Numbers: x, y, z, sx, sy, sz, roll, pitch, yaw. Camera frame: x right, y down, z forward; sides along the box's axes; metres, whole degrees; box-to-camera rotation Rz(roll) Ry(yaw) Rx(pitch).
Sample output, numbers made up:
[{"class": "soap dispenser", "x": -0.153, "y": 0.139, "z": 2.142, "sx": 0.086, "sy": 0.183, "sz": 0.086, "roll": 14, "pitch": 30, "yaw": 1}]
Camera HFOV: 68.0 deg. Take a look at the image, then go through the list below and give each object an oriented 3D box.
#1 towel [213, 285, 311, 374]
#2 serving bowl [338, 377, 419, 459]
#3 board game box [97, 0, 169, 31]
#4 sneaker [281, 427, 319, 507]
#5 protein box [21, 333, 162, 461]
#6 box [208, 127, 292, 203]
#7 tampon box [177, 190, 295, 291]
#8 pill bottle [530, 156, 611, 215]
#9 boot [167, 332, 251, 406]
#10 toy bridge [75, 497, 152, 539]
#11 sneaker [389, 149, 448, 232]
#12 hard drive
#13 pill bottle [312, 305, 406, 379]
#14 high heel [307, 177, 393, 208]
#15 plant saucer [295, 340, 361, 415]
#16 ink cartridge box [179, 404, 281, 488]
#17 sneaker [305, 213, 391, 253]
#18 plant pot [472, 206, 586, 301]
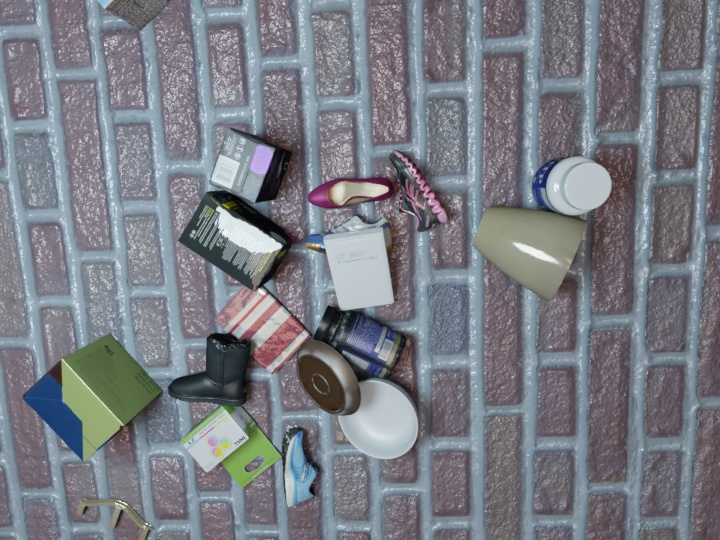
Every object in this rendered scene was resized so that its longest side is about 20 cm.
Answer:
[{"class": "towel", "x": -0.236, "y": 0.135, "z": 1.288, "sx": 0.200, "sy": 0.023, "sz": 0.144, "roll": 45, "pitch": 98, "yaw": -5}, {"class": "serving bowl", "x": 0.050, "y": 0.342, "z": 1.273, "sx": 0.198, "sy": 0.066, "sz": 0.202, "roll": 6, "pitch": 106, "yaw": 21}, {"class": "board game box", "x": -0.528, "y": -0.632, "z": 1.110, "sx": 0.097, "sy": 0.159, "sz": 0.200, "roll": -39, "pitch": 96, "yaw": 8}, {"class": "sneaker", "x": -0.148, "y": 0.481, "z": 1.325, "sx": 0.089, "sy": 0.078, "sz": 0.202, "roll": -3, "pitch": 104, "yaw": -14}, {"class": "protein box", "x": -0.612, "y": 0.287, "z": 1.241, "sx": 0.135, "sy": 0.200, "sz": 0.199, "roll": -40, "pitch": 95, "yaw": 8}, {"class": "box", "x": -0.229, "y": -0.222, "z": 1.139, "sx": 0.105, "sy": 0.200, "sz": 0.123, "roll": 23, "pitch": 99, "yaw": -1}, {"class": "tampon box", "x": -0.268, "y": -0.070, "z": 1.192, "sx": 0.199, "sy": 0.150, "sz": 0.127, "roll": 34, "pitch": 100, "yaw": -3}, {"class": "pill bottle", "x": 0.439, "y": -0.177, "z": 1.113, "sx": 0.118, "sy": 0.200, "sz": 0.121, "roll": 0, "pitch": 99, "yaw": 2}, {"class": "boot", "x": -0.359, "y": 0.228, "z": 1.269, "sx": 0.198, "sy": 0.076, "sz": 0.170, "roll": 7, "pitch": 106, "yaw": 5}, {"class": "toy bridge", "x": -0.632, "y": 0.635, "z": 1.385, "sx": 0.198, "sy": 0.027, "sz": 0.068, "roll": 22, "pitch": 98, "yaw": -1}, {"class": "sneaker", "x": 0.112, "y": -0.174, "z": 1.201, "sx": 0.095, "sy": 0.079, "sz": 0.201, "roll": -32, "pitch": 95, "yaw": 19}, {"class": "hard drive", "x": 0.000, "y": 0.000, "z": 1.206, "sx": 0.131, "sy": 0.027, "sz": 0.201, "roll": -8, "pitch": 126, "yaw": 4}, {"class": "pill bottle", "x": -0.004, "y": 0.161, "z": 1.235, "sx": 0.199, "sy": 0.112, "sz": 0.113, "roll": 26, "pitch": 100, "yaw": -1}, {"class": "high heel", "x": -0.025, "y": -0.176, "z": 1.189, "sx": 0.198, "sy": 0.096, "sz": 0.068, "roll": -11, "pitch": 98, "yaw": 5}, {"class": "plant saucer", "x": -0.084, "y": 0.256, "z": 1.233, "sx": 0.199, "sy": 0.032, "sz": 0.202, "roll": 23, "pitch": 127, "yaw": 34}, {"class": "ink cartridge box", "x": -0.315, "y": 0.437, "z": 1.310, "sx": 0.148, "sy": 0.076, "sz": 0.200, "roll": -39, "pitch": 92, "yaw": 8}, {"class": "sneaker", "x": -0.028, "y": -0.084, "z": 1.226, "sx": 0.198, "sy": 0.075, "sz": 0.089, "roll": -1, "pitch": 86, "yaw": -3}, {"class": "plant pot", "x": 0.353, "y": -0.059, "z": 1.160, "sx": 0.199, "sy": 0.187, "sz": 0.189, "roll": 24, "pitch": 100, "yaw": 13}]
